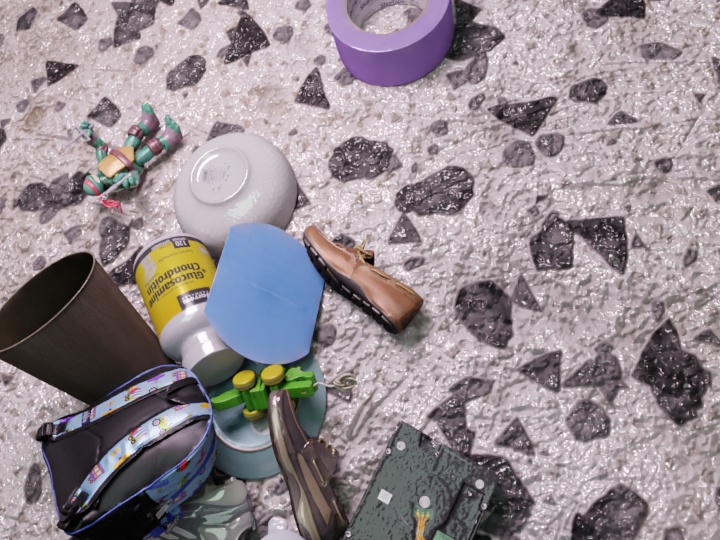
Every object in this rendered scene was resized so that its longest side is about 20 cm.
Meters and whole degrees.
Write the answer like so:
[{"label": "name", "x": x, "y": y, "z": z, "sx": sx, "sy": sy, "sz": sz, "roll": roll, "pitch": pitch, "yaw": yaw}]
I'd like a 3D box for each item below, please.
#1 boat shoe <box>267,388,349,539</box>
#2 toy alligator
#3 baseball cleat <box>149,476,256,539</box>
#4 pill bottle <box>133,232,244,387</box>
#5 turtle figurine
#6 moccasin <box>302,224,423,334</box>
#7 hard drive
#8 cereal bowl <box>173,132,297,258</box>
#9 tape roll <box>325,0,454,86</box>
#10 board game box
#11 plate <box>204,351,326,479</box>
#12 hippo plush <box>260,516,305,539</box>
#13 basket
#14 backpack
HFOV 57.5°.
[{"label": "boat shoe", "x": -0.063, "y": 0.241, "z": 0.814, "sx": 0.072, "sy": 0.074, "sz": 0.204, "roll": -16, "pitch": 90, "yaw": -16}, {"label": "toy alligator", "x": -0.098, "y": 0.147, "z": 0.855, "sx": 0.196, "sy": 0.060, "sz": 0.055, "roll": -12, "pitch": 26, "yaw": 8}, {"label": "baseball cleat", "x": -0.227, "y": 0.339, "z": 0.825, "sx": 0.197, "sy": 0.070, "sz": 0.108, "roll": -26, "pitch": 69, "yaw": 5}, {"label": "pill bottle", "x": -0.234, "y": 0.054, "z": 0.907, "sx": 0.111, "sy": 0.112, "sz": 0.201, "roll": -32, "pitch": 60, "yaw": -1}, {"label": "turtle figurine", "x": -0.388, "y": -0.181, "z": 1.054, "sx": 0.149, "sy": 0.101, "sz": 0.200, "roll": 38, "pitch": 65, "yaw": 8}, {"label": "moccasin", "x": 0.000, "y": -0.001, "z": 0.906, "sx": 0.200, "sy": 0.074, "sz": 0.078, "roll": 36, "pitch": 71, "yaw": 26}, {"label": "hard drive", "x": 0.062, "y": 0.302, "z": 0.777, "sx": 0.138, "sy": 0.038, "sz": 0.202, "roll": 25, "pitch": 75, "yaw": 10}, {"label": "cereal bowl", "x": -0.198, "y": -0.125, "z": 0.996, "sx": 0.196, "sy": 0.083, "sz": 0.204, "roll": -4, "pitch": 69, "yaw": 11}, {"label": "tape roll", "x": 0.049, "y": -0.403, "z": 1.047, "sx": 0.196, "sy": 0.085, "sz": 0.204, "roll": -5, "pitch": 67, "yaw": 12}, {"label": "board game box", "x": -0.133, "y": 0.036, "z": 0.901, "sx": 0.039, "sy": 0.156, "sz": 0.203, "roll": -33, "pitch": 38, "yaw": 48}, {"label": "plate", "x": -0.143, "y": 0.177, "z": 0.894, "sx": 0.196, "sy": 0.026, "sz": 0.204, "roll": -5, "pitch": 67, "yaw": 11}, {"label": "hippo plush", "x": -0.134, "y": 0.357, "z": 0.746, "sx": 0.158, "sy": 0.202, "sz": 0.160, "roll": 31, "pitch": 59, "yaw": 35}, {"label": "basket", "x": -0.349, "y": 0.101, "z": 0.861, "sx": 0.178, "sy": 0.201, "sz": 0.137, "roll": -30, "pitch": 38, "yaw": 8}, {"label": "backpack", "x": -0.262, "y": 0.222, "z": 0.795, "sx": 0.198, "sy": 0.136, "sz": 0.182, "roll": -33, "pitch": 43, "yaw": -16}]
